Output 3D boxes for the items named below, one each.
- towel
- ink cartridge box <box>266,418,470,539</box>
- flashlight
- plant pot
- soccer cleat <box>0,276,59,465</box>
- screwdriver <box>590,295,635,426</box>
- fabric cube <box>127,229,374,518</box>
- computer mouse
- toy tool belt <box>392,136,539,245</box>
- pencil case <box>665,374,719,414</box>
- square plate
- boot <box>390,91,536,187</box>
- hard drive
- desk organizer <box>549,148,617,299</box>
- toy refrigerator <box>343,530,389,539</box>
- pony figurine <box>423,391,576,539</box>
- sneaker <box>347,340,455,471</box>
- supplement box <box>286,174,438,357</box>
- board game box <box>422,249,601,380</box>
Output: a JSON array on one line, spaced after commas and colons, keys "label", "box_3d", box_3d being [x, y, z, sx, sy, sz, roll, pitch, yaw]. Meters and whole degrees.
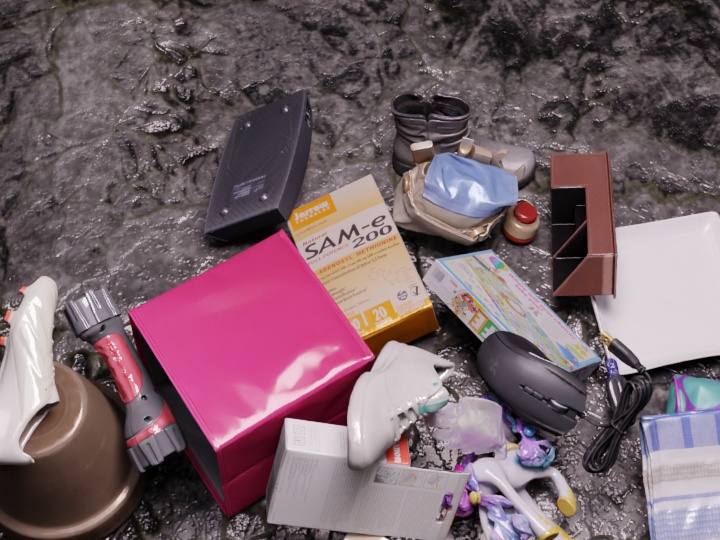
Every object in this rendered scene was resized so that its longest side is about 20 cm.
[{"label": "towel", "box_3d": [0.388, 0.255, 1.378, 0.145, 0.024, 0.203, -6, 85, 1]}, {"label": "ink cartridge box", "box_3d": [0.006, 0.223, 1.315, 0.197, 0.110, 0.051, 9, 35, -11]}, {"label": "flashlight", "box_3d": [-0.258, 0.117, 1.349, 0.068, 0.068, 0.201, -29, 88, -21]}, {"label": "plant pot", "box_3d": [-0.341, 0.188, 1.371, 0.197, 0.175, 0.202, 0, 61, -1]}, {"label": "soccer cleat", "box_3d": [-0.339, 0.105, 1.283, 0.077, 0.069, 0.202, 14, 68, 2]}, {"label": "screwdriver", "box_3d": [0.292, 0.090, 1.488, 0.028, 0.029, 0.202, -21, 68, 22]}, {"label": "fabric cube", "box_3d": [-0.120, 0.117, 1.401, 0.198, 0.201, 0.197, -30, 64, -19]}, {"label": "computer mouse", "box_3d": [0.218, 0.115, 1.359, 0.200, 0.046, 0.141, 40, 111, 23]}, {"label": "toy tool belt", "box_3d": [0.143, -0.100, 1.546, 0.197, 0.124, 0.126, 9, 48, -11]}, {"label": "pencil case", "box_3d": [0.452, 0.177, 1.436, 0.197, 0.086, 0.093, 9, 28, 5]}, {"label": "square plate", "box_3d": [0.382, 0.029, 1.554, 0.197, 0.029, 0.200, -10, 61, -6]}, {"label": "boot", "box_3d": [0.135, -0.167, 1.602, 0.197, 0.132, 0.070, 2, 58, 0]}, {"label": "hard drive", "box_3d": [-0.125, -0.131, 1.593, 0.134, 0.042, 0.202, -17, 46, 32]}, {"label": "desk organizer", "box_3d": [0.275, -0.060, 1.546, 0.076, 0.072, 0.201, -1, 43, 9]}, {"label": "toy refrigerator", "box_3d": [0.066, 0.351, 1.339, 0.198, 0.076, 0.070, 25, 63, 13]}, {"label": "pony figurine", "box_3d": [0.142, 0.227, 1.385, 0.192, 0.167, 0.201, -2, 50, -40]}, {"label": "sneaker", "box_3d": [0.045, 0.135, 1.276, 0.087, 0.076, 0.200, 8, 30, 16]}, {"label": "supplement box", "box_3d": [0.000, 0.000, 1.527, 0.125, 0.074, 0.201, -25, 63, 0]}, {"label": "board game box", "box_3d": [0.182, 0.059, 1.486, 0.200, 0.034, 0.134, 47, 29, 23]}]
